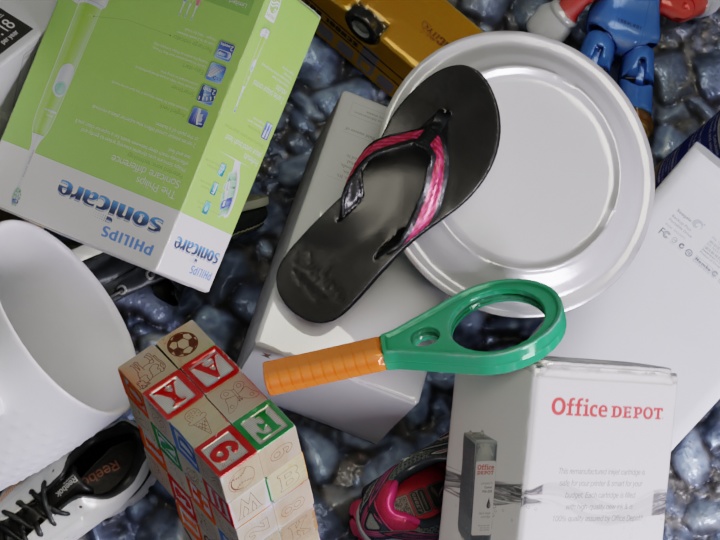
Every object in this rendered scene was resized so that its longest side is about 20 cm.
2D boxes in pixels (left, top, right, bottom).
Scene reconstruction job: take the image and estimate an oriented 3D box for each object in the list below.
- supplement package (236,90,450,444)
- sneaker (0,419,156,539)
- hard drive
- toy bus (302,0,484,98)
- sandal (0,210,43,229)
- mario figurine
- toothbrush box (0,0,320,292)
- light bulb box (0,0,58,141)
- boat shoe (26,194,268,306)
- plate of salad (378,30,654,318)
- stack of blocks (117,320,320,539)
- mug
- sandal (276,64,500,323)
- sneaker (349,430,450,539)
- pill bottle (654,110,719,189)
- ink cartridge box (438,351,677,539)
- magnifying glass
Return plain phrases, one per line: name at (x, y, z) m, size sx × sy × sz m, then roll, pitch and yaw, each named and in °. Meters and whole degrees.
supplement package at (0.000, 0.000, 1.389) m, size 0.121 × 0.120 × 0.200 m, roll 22°, pitch 68°, yaw -6°
sneaker at (-0.219, 0.162, 1.311) m, size 0.200 × 0.080 × 0.074 m, roll -39°, pitch 84°, yaw -19°
hard drive at (0.227, 0.026, 1.405) m, size 0.132 × 0.025 × 0.200 m, roll 40°, pitch 113°, yaw 4°
toy bus at (0.043, -0.166, 1.479) m, size 0.200 × 0.078 × 0.065 m, roll 41°, pitch 67°, yaw 5°
sandal at (-0.308, -0.072, 1.390) m, size 0.211 × 0.078 × 0.070 m, roll 25°, pitch 32°, yaw 12°
mario figurine at (0.210, -0.201, 1.541) m, size 0.123 × 0.106 × 0.201 m, roll 26°, pitch 75°, yaw -40°
toothbrush box at (-0.137, -0.107, 1.280) m, size 0.145 × 0.086 × 0.200 m, roll 21°, pitch 87°, yaw 23°
light bulb box at (-0.300, -0.168, 1.339) m, size 0.200 × 0.125 × 0.198 m, roll 30°, pitch 43°, yaw 9°
boat shoe at (-0.149, -0.003, 1.391) m, size 0.199 × 0.074 × 0.066 m, roll -20°, pitch 102°, yaw -32°
plate of salad at (0.105, -0.065, 1.344) m, size 0.199 × 0.048 × 0.201 m, roll 3°, pitch 78°, yaw -14°
stack of blocks at (-0.085, 0.141, 1.277) m, size 0.059 × 0.200 × 0.115 m, roll -33°, pitch 52°, yaw -20°
mug at (-0.260, 0.084, 1.257) m, size 0.175 × 0.200 × 0.148 m, roll -33°, pitch 104°, yaw 18°
sandal at (0.020, -0.049, 1.282) m, size 0.075 × 0.045 × 0.200 m, roll 40°, pitch 90°, yaw 13°
sneaker at (0.089, 0.143, 1.381) m, size 0.200 × 0.075 × 0.081 m, roll -29°, pitch 79°, yaw -20°
pill bottle at (0.307, -0.080, 1.424) m, size 0.115 × 0.200 × 0.116 m, roll 19°, pitch 52°, yaw -25°
ink cartridge box at (0.131, 0.158, 1.319) m, size 0.145 × 0.085 × 0.201 m, roll 6°, pitch 91°, yaw -41°
magnifying glass at (0.035, 0.048, 1.275) m, size 0.199 × 0.022 × 0.080 m, roll -14°, pitch 35°, yaw 4°
